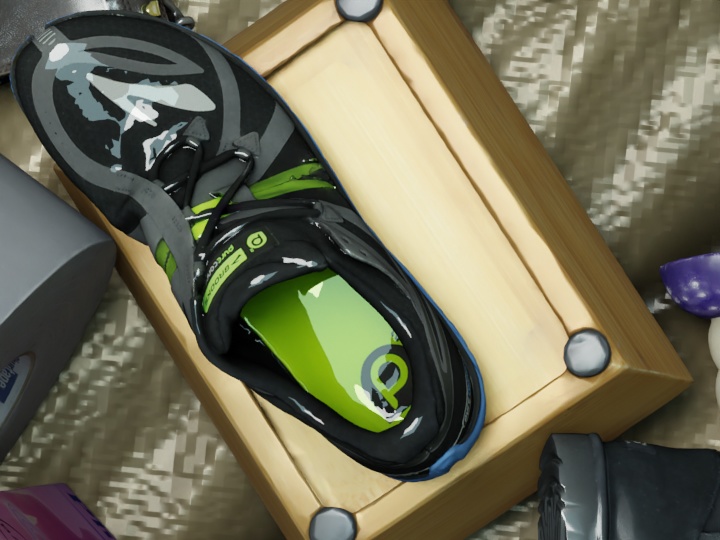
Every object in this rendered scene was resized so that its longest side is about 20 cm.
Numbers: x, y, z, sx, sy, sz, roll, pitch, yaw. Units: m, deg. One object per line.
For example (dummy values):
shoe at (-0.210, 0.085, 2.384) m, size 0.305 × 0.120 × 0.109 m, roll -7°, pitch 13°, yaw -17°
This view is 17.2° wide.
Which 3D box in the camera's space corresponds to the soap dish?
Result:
soap dish at (0.000, 0.000, 0.849) m, size 0.157 × 0.081 × 0.201 m, roll -34°, pitch 84°, yaw 6°

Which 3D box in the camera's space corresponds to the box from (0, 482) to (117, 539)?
box at (-0.090, 0.168, 0.789) m, size 0.097 × 0.200 × 0.176 m, roll -43°, pitch 85°, yaw -2°

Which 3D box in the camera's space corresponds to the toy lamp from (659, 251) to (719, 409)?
toy lamp at (0.145, 0.094, 0.861) m, size 0.058 × 0.058 × 0.201 m, roll -6°, pitch 83°, yaw 1°

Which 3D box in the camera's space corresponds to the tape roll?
tape roll at (-0.166, 0.051, 0.799) m, size 0.066 × 0.200 × 0.201 m, roll 35°, pitch 88°, yaw 4°

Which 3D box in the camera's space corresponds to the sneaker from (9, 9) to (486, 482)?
sneaker at (-0.035, -0.013, 0.772) m, size 0.071 × 0.083 × 0.200 m, roll -44°, pitch 83°, yaw 5°

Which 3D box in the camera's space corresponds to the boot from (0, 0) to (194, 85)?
boot at (-0.099, -0.162, 0.883) m, size 0.199 × 0.069 × 0.175 m, roll -21°, pitch 86°, yaw 11°

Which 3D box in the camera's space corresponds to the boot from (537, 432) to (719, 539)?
boot at (0.162, 0.137, 0.800) m, size 0.199 × 0.066 × 0.166 m, roll 2°, pitch 86°, yaw -5°
